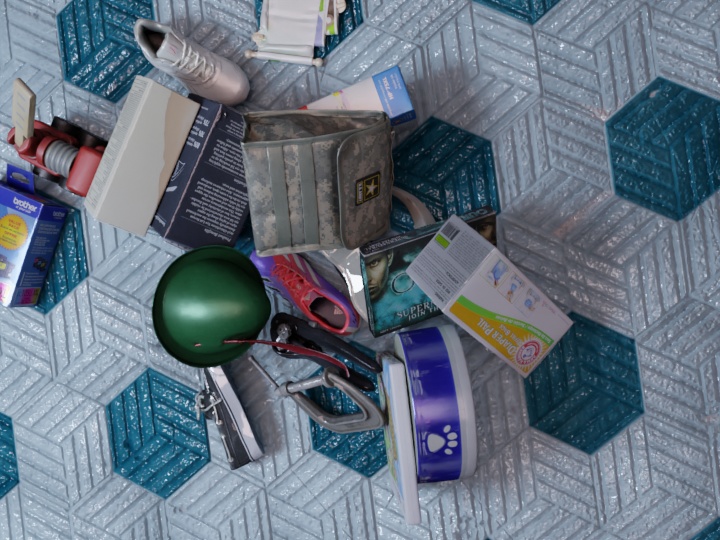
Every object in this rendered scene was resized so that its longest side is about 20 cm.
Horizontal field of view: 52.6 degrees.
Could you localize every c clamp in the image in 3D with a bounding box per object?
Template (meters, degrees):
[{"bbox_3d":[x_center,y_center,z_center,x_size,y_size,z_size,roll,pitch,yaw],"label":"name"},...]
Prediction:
[{"bbox_3d":[-0.060,0.177,1.032,0.171,0.198,0.027,50,54,-18],"label":"c clamp"}]

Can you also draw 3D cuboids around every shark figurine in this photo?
[{"bbox_3d":[0.083,-0.054,1.045,0.126,0.089,0.218,-22,89,6],"label":"shark figurine"}]

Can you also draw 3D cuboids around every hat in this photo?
[{"bbox_3d":[-0.145,0.057,0.941,0.197,0.175,0.170,-8,100,-36],"label":"hat"}]

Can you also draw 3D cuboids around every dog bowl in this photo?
[{"bbox_3d":[0.097,0.179,0.980,0.077,0.200,0.205,-7,89,-3],"label":"dog bowl"}]

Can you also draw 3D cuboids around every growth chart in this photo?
[{"bbox_3d":[-0.087,-0.407,1.101,0.142,0.018,0.204,14,92,7],"label":"growth chart"}]

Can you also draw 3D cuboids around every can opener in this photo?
[{"bbox_3d":[-0.052,0.111,1.033,0.197,0.078,0.065,19,102,35],"label":"can opener"}]

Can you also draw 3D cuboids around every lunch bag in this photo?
[{"bbox_3d":[-0.049,-0.117,0.953,0.195,0.118,0.167,-6,124,-6],"label":"lunch bag"}]

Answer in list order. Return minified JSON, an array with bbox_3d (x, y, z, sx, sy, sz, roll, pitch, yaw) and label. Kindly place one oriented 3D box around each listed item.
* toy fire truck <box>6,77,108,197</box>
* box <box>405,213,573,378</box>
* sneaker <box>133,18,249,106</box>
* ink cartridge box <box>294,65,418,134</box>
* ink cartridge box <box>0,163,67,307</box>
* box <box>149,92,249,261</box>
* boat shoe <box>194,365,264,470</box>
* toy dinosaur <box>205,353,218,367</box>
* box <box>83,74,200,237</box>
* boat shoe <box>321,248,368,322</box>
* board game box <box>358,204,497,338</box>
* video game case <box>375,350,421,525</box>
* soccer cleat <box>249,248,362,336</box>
[{"bbox_3d":[-0.429,-0.178,1.059,0.174,0.200,0.131,27,94,7],"label":"toy fire truck"},{"bbox_3d":[0.173,0.036,0.969,0.102,0.113,0.199,-49,126,6],"label":"box"},{"bbox_3d":[-0.258,-0.308,1.084,0.197,0.099,0.079,29,94,7],"label":"sneaker"},{"bbox_3d":[-0.021,-0.210,1.042,0.197,0.116,0.068,-21,88,7],"label":"ink cartridge box"},{"bbox_3d":[-0.553,-0.061,1.142,0.134,0.076,0.204,20,91,7],"label":"ink cartridge box"},{"bbox_3d":[-0.219,-0.134,1.043,0.103,0.148,0.203,21,96,-35],"label":"box"},{"bbox_3d":[-0.214,0.200,1.094,0.067,0.074,0.202,-25,96,-7],"label":"boat shoe"},{"bbox_3d":[-0.225,0.062,1.092,0.061,0.105,0.201,-59,39,19],"label":"toy dinosaur"},{"bbox_3d":[-0.308,-0.161,1.019,0.077,0.095,0.203,21,96,-34],"label":"box"},{"bbox_3d":[0.000,0.000,1.068,0.074,0.060,0.201,-41,88,13],"label":"boat shoe"},{"bbox_3d":[0.097,0.002,1.002,0.196,0.028,0.137,-19,124,-14],"label":"board game box"},{"bbox_3d":[0.049,0.219,1.002,0.022,0.182,0.205,-6,89,-5],"label":"video game case"},{"bbox_3d":[-0.084,0.027,1.074,0.199,0.073,0.069,37,95,6],"label":"soccer cleat"}]
